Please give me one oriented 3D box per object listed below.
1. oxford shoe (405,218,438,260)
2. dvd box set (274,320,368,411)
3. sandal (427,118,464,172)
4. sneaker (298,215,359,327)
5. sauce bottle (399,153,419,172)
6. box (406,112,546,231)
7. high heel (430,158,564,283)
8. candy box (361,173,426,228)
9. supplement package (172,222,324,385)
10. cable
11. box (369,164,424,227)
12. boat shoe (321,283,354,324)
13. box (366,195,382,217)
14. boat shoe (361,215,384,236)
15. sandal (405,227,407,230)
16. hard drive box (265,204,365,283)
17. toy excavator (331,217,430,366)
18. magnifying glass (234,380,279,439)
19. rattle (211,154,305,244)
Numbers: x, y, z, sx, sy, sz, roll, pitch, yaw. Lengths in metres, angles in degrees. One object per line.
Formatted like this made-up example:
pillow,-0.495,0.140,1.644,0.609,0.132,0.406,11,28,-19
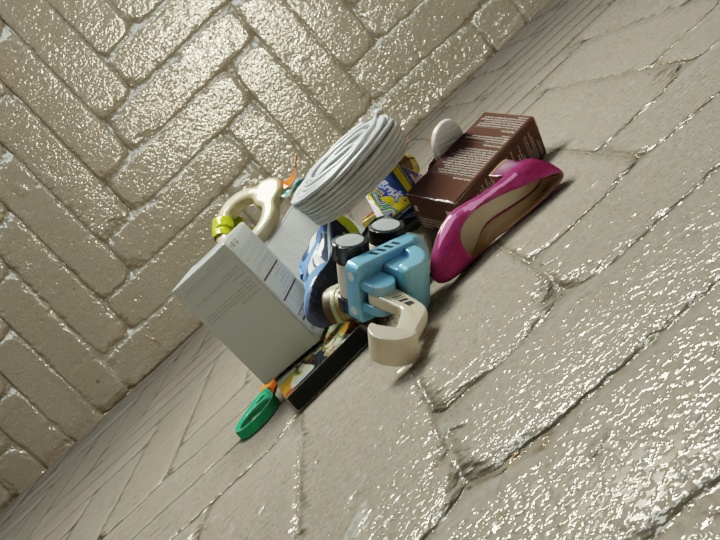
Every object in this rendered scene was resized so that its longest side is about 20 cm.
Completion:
oxford shoe,0.078,-0.024,1.247,0.075,0.058,0.200,-37,12,23
dvd box set,-0.060,0.127,1.230,0.146,0.029,0.200,-44,9,-6
sandal,0.137,-0.175,1.328,0.079,0.059,0.207,-50,-33,-13
sneaker,-0.053,0.009,1.278,0.082,0.074,0.200,-31,34,40
sauce bottle,0.060,-0.170,1.437,0.065,0.065,0.200,-41,-3,13
box,0.172,-0.143,1.238,0.200,0.075,0.100,-45,37,-22
high heel,0.169,-0.059,1.055,0.200,0.067,0.096,-48,32,-16
candy box,0.097,-0.127,1.551,0.200,0.057,0.117,-33,6,3
supplement package,-0.159,0.048,1.269,0.117,0.200,0.117,-40,11,17
cable,-0.016,-0.152,1.276,0.200,0.069,0.200,-41,15,9
box,0.084,-0.113,1.347,0.064,0.070,0.200,-39,-15,17
boat shoe,0.020,0.029,1.218,0.076,0.072,0.200,-15,11,26
box,0.036,-0.120,1.469,0.041,0.039,0.200,-31,28,5
boat shoe,0.000,0.000,1.348,0.200,0.069,0.057,-55,16,9
sandal,0.063,-0.038,1.462,0.076,0.043,0.200,-36,0,2
hard drive box,-0.087,-0.008,1.422,0.200,0.156,0.077,-57,-2,-16
toy excavator,0.040,0.027,1.019,0.194,0.100,0.200,-26,33,-35
magnifying glass,-0.152,0.201,1.320,0.080,0.022,0.200,-41,8,14
rattle,-0.145,-0.087,1.454,0.200,0.143,0.130,-43,32,0
